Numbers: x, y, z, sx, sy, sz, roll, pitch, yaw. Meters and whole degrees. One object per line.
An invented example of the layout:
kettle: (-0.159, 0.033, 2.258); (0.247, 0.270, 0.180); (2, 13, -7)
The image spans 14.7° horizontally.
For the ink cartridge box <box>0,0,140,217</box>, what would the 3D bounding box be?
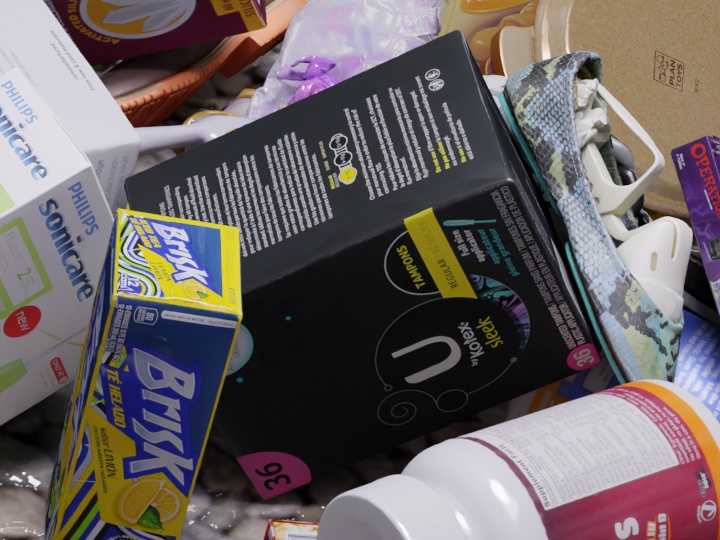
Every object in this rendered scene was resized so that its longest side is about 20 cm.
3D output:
ink cartridge box: (-0.248, -0.044, 1.502); (0.200, 0.147, 0.146); (-13, 48, -30)

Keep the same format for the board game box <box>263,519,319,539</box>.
board game box: (0.053, 0.200, 1.398); (0.200, 0.046, 0.152); (6, 40, -13)

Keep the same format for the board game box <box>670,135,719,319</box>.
board game box: (0.243, -0.004, 1.533); (0.200, 0.032, 0.120); (8, 66, -55)

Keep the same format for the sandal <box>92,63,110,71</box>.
sandal: (-0.229, -0.183, 1.733); (0.087, 0.080, 0.200); (-23, 44, -12)

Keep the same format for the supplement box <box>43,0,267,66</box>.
supplement box: (-0.165, -0.180, 1.605); (0.200, 0.110, 0.086); (-12, 61, 8)

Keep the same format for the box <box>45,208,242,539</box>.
box: (-0.109, 0.069, 1.373); (0.064, 0.200, 0.070); (8, 39, -10)

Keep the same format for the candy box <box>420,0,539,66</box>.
candy box: (0.110, -0.213, 1.785); (0.115, 0.200, 0.055); (-4, 42, -23)

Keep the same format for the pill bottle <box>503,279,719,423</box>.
pill bottle: (0.189, 0.090, 1.526); (0.200, 0.112, 0.112); (28, 40, 14)

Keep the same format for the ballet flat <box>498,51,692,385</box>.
ballet flat: (0.136, -0.029, 1.470); (0.074, 0.074, 0.200); (-13, 72, -32)

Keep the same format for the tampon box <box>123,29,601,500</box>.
tampon box: (0.000, 0.000, 1.469); (0.200, 0.150, 0.126); (-24, 42, 8)

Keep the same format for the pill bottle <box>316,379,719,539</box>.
pill bottle: (0.084, 0.127, 1.371); (0.200, 0.110, 0.110); (-16, 49, -34)

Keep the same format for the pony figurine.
pony figurine: (-0.047, -0.075, 1.611); (0.193, 0.167, 0.200); (0, 15, 26)

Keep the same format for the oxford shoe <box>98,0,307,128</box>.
oxford shoe: (-0.118, -0.138, 1.696); (0.200, 0.071, 0.073); (-36, 90, -43)

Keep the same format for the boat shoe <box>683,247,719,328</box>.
boat shoe: (0.233, 0.012, 1.606); (0.201, 0.061, 0.072); (22, 12, -44)

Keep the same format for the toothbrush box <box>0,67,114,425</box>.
toothbrush box: (-0.219, 0.015, 1.388); (0.200, 0.146, 0.086); (-32, 55, -13)

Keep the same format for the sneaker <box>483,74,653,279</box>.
sneaker: (0.137, -0.026, 1.589); (0.200, 0.075, 0.115); (43, -10, -28)

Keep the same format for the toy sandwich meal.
toy sandwich meal: (0.170, -0.110, 1.761); (0.205, 0.070, 0.205); (15, 61, -29)
